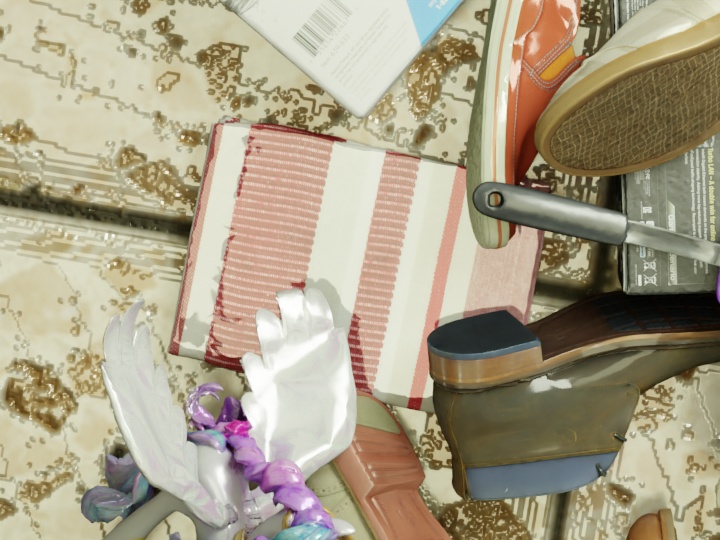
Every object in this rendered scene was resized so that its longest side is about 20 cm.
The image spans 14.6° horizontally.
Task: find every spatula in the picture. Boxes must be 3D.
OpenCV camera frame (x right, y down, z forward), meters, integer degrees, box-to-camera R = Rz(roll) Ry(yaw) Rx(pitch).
[{"bbox_3d":[0.157,-0.017,1.505,0.199,0.021,0.057,13,95,7],"label":"spatula"}]

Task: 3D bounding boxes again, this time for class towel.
[{"bbox_3d":[0.000,0.000,1.604,0.199,0.023,0.145,12,94,3],"label":"towel"}]

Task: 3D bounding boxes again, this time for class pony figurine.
[{"bbox_3d":[-0.076,0.119,1.530,0.166,0.200,0.194,-10,74,-38],"label":"pony figurine"}]

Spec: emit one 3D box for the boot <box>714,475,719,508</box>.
[{"bbox_3d":[0.236,0.113,1.500,0.072,0.155,0.200,31,129,15],"label":"boot"}]

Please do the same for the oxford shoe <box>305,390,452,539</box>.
[{"bbox_3d":[0.013,0.171,1.575,0.074,0.071,0.201,-35,63,33],"label":"oxford shoe"}]

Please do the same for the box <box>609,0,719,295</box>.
[{"bbox_3d":[0.221,-0.090,1.552,0.163,0.086,0.201,-3,93,4],"label":"box"}]

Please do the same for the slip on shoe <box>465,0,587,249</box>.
[{"bbox_3d":[0.096,-0.108,1.558,0.061,0.074,0.201,12,79,-3],"label":"slip on shoe"}]

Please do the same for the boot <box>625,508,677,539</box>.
[{"bbox_3d":[0.099,0.222,1.592,0.155,0.077,0.201,11,101,7],"label":"boot"}]

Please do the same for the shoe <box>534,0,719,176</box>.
[{"bbox_3d":[0.181,-0.115,1.489,0.200,0.053,0.070,-29,124,9],"label":"shoe"}]

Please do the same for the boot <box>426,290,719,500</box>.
[{"bbox_3d":[0.135,0.069,1.581,0.199,0.075,0.097,-6,111,-10],"label":"boot"}]

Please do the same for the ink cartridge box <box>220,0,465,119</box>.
[{"bbox_3d":[-0.037,-0.192,1.571,0.200,0.067,0.116,41,95,0],"label":"ink cartridge box"}]
